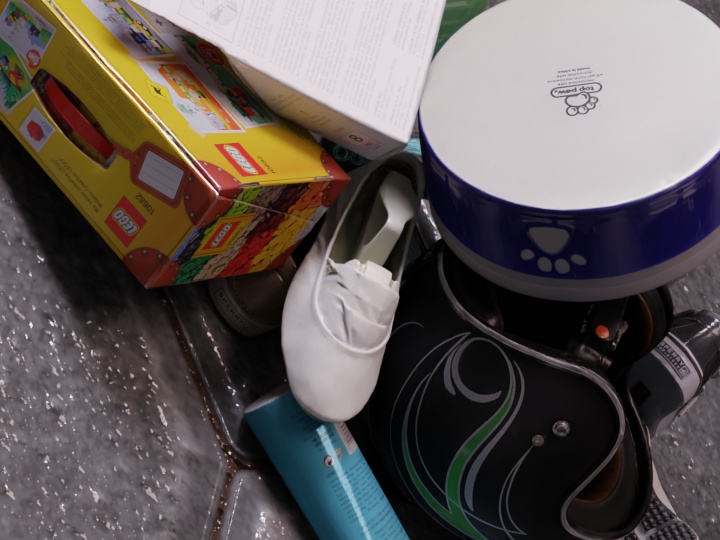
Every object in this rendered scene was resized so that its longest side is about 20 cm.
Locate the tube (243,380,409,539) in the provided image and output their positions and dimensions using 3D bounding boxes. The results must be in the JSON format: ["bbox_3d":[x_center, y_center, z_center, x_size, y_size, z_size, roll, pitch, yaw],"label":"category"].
[{"bbox_3d":[0.002,0.157,1.499,0.200,0.050,0.077,60,35,-3],"label":"tube"}]

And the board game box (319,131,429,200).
[{"bbox_3d":[0.051,-0.069,1.681,0.135,0.028,0.200,14,8,7],"label":"board game box"}]

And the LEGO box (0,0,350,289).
[{"bbox_3d":[-0.124,-0.091,1.467,0.200,0.077,0.149,48,25,18],"label":"LEGO box"}]

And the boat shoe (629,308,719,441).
[{"bbox_3d":[0.215,0.067,1.792,0.074,0.068,0.199,51,-15,10],"label":"boat shoe"}]

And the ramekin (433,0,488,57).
[{"bbox_3d":[-0.014,-0.225,1.715,0.098,0.200,0.200,-20,78,-53],"label":"ramekin"}]

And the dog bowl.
[{"bbox_3d":[0.135,-0.080,1.514,0.079,0.200,0.200,78,6,-47],"label":"dog bowl"}]

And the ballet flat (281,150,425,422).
[{"bbox_3d":[0.000,0.000,1.501,0.069,0.069,0.200,42,40,-25],"label":"ballet flat"}]

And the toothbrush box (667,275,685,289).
[{"bbox_3d":[0.162,0.004,1.733,0.085,0.200,0.146,46,26,5],"label":"toothbrush box"}]

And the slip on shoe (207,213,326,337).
[{"bbox_3d":[-0.039,-0.029,1.606,0.076,0.061,0.200,51,28,-10],"label":"slip on shoe"}]

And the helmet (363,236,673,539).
[{"bbox_3d":[0.099,0.082,1.575,0.200,0.191,0.200,10,38,-8],"label":"helmet"}]

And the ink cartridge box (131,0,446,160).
[{"bbox_3d":[-0.042,-0.179,1.485,0.200,0.057,0.163,24,66,-21],"label":"ink cartridge box"}]

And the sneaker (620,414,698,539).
[{"bbox_3d":[0.186,0.171,1.767,0.080,0.074,0.200,73,-5,-56],"label":"sneaker"}]
